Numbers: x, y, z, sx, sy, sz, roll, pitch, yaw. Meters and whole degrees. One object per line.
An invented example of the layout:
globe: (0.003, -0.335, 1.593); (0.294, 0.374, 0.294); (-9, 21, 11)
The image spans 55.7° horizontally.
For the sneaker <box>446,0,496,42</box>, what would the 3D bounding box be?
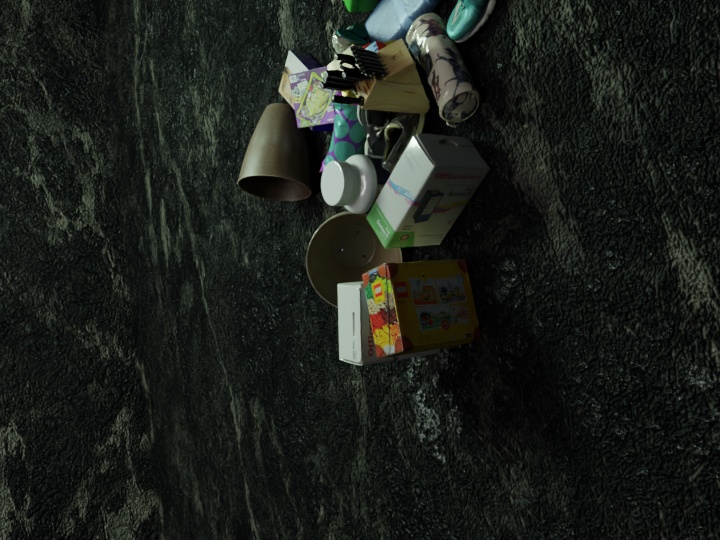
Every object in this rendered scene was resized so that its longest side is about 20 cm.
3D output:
sneaker: (0.195, -0.492, 1.168); (0.078, 0.078, 0.202); (58, 136, 34)

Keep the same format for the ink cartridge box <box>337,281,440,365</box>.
ink cartridge box: (0.055, 0.092, 1.307); (0.082, 0.196, 0.152); (2, 94, 54)

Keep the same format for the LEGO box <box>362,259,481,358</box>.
LEGO box: (0.113, 0.066, 1.223); (0.077, 0.196, 0.153); (-25, 72, 51)

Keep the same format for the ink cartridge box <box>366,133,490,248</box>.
ink cartridge box: (0.121, -0.141, 1.242); (0.088, 0.142, 0.202); (58, 135, 31)

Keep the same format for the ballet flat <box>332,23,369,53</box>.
ballet flat: (-0.016, -0.463, 1.408); (0.070, 0.201, 0.074); (6, 115, 13)

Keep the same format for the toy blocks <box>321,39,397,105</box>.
toy blocks: (0.035, -0.397, 1.334); (0.135, 0.197, 0.103); (-27, 72, 36)

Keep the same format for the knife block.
knife block: (0.025, -0.334, 1.253); (0.172, 0.200, 0.065); (-26, 63, 8)

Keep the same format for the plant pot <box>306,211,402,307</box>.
plant pot: (-0.012, -0.035, 1.434); (0.135, 0.194, 0.206); (-88, 7, -74)

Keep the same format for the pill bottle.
pill bottle: (0.025, -0.167, 1.332); (0.110, 0.196, 0.115); (7, 98, 54)

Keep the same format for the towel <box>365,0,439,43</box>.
towel: (0.087, -0.515, 1.348); (0.199, 0.048, 0.114); (-38, 62, 49)

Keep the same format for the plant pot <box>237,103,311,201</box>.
plant pot: (-0.201, -0.300, 1.690); (0.185, 0.183, 0.206); (-11, 70, 54)

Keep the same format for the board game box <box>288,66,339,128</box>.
board game box: (-0.069, -0.391, 1.519); (0.196, 0.032, 0.124); (0, 104, 34)

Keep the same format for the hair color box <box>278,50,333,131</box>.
hair color box: (-0.122, -0.434, 1.642); (0.201, 0.063, 0.111); (53, 133, 40)

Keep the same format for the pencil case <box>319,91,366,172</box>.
pencil case: (-0.031, -0.288, 1.472); (0.086, 0.090, 0.204); (-72, -4, -51)

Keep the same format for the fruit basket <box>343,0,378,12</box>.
fruit basket: (0.012, -0.663, 1.378); (0.215, 0.152, 0.222); (166, 90, -69)

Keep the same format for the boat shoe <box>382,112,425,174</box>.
boat shoe: (0.079, -0.263, 1.306); (0.073, 0.064, 0.204); (-39, 34, 43)

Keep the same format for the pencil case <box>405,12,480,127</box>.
pencil case: (0.149, -0.365, 1.245); (0.204, 0.076, 0.090); (70, 153, 23)

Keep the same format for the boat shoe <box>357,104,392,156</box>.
boat shoe: (0.038, -0.277, 1.368); (0.061, 0.072, 0.203); (54, 159, 36)
